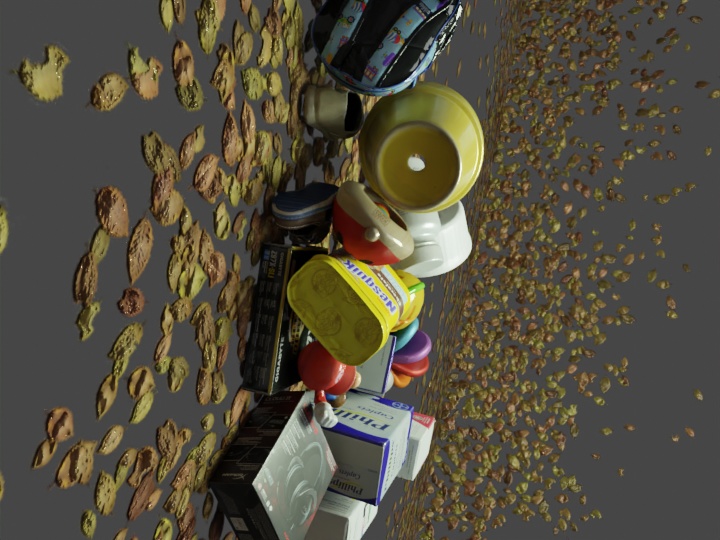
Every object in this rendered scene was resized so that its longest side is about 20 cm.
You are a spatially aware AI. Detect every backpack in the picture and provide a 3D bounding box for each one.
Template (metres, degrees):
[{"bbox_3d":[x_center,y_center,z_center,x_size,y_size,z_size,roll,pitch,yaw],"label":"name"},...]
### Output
[{"bbox_3d":[0.027,-0.333,1.054,0.202,0.181,0.135,-60,176,-16],"label":"backpack"}]

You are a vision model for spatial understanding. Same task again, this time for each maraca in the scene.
[{"bbox_3d":[0.049,0.057,1.348,0.200,0.135,0.108,144,-75,-78],"label":"maraca"}]

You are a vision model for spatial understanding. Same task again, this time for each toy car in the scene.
[{"bbox_3d":[0.077,0.165,1.580,0.176,0.148,0.202,-61,156,-48],"label":"toy car"}]

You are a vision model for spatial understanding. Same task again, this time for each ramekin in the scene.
[{"bbox_3d":[0.128,-0.085,1.533,0.201,0.197,0.099,-61,149,-48],"label":"ramekin"}]

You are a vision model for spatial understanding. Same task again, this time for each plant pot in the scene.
[{"bbox_3d":[0.090,-0.176,1.118,0.189,0.197,0.204,-70,166,-71],"label":"plant pot"}]

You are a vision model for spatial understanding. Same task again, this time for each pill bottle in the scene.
[{"bbox_3d":[0.089,-0.099,1.390,0.114,0.113,0.203,36,39,-73],"label":"pill bottle"}]

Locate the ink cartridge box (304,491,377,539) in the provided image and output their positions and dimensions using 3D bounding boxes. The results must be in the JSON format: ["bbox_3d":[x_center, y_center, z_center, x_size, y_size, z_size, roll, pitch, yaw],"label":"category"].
[{"bbox_3d":[-0.060,0.393,1.244,0.200,0.142,0.085,-18,118,-72],"label":"ink cartridge box"}]

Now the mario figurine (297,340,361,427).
[{"bbox_3d":[-0.028,0.161,1.094,0.200,0.104,0.125,76,-4,-77],"label":"mario figurine"}]

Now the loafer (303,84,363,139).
[{"bbox_3d":[-0.026,-0.232,1.111,0.200,0.067,0.077,-23,122,-72],"label":"loafer"}]

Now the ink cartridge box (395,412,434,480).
[{"bbox_3d":[0.030,0.312,1.411,0.147,0.197,0.087,-18,119,-72],"label":"ink cartridge box"}]

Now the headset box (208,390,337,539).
[{"bbox_3d":[-0.112,0.279,1.042,0.201,0.076,0.151,-56,134,-52],"label":"headset box"}]

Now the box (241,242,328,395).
[{"bbox_3d":[-0.104,0.063,1.060,0.160,0.049,0.204,-3,102,-76],"label":"box"}]

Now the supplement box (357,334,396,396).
[{"bbox_3d":[0.008,0.169,1.358,0.200,0.102,0.103,77,25,-78],"label":"supplement box"}]

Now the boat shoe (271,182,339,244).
[{"bbox_3d":[-0.070,-0.075,1.047,0.200,0.071,0.074,-37,137,-68],"label":"boat shoe"}]

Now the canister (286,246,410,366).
[{"bbox_3d":[-0.008,0.036,1.047,0.086,0.149,0.200,-42,178,19],"label":"canister"}]

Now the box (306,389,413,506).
[{"bbox_3d":[-0.023,0.278,1.230,0.200,0.181,0.107,-25,126,-71],"label":"box"}]

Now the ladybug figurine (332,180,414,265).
[{"bbox_3d":[0.011,-0.059,1.027,0.072,0.136,0.200,-46,-177,11],"label":"ladybug figurine"}]
